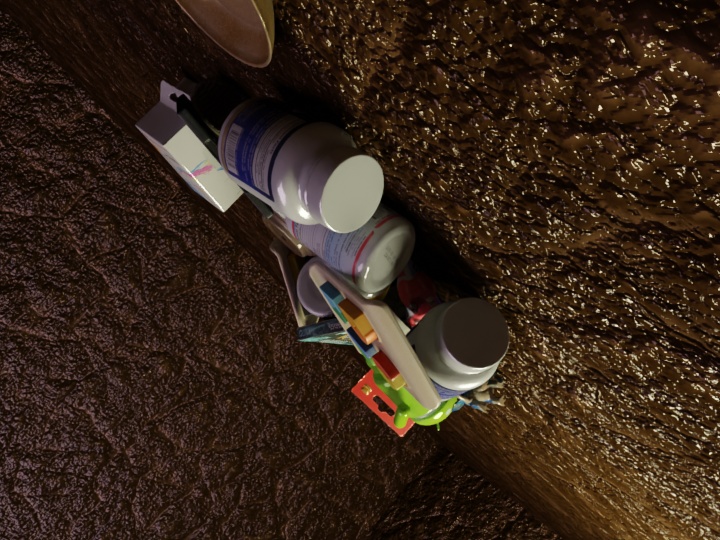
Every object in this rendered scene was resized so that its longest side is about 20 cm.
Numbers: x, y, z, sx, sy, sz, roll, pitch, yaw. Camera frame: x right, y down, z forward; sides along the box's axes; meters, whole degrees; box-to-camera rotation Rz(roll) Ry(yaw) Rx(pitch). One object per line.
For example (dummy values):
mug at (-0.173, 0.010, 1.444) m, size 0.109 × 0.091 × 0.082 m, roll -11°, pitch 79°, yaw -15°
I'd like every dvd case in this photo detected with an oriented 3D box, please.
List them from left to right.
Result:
dvd case at (-0.209, -0.176, 0.883) m, size 0.200 × 0.018 × 0.143 m, roll 52°, pitch -178°, yaw -29°

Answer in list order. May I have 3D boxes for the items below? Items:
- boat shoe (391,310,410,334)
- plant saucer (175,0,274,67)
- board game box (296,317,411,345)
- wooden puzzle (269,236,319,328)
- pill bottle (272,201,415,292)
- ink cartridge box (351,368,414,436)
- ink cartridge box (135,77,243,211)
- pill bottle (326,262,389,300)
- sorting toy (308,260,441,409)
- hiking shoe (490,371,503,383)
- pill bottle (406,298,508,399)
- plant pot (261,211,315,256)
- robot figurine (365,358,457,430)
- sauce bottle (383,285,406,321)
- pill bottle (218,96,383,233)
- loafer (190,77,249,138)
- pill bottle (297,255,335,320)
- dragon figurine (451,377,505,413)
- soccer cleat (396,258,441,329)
boat shoe at (0.051, 0.127, 0.939) m, size 0.068 × 0.072 × 0.200 m, roll -2°, pitch 142°, yaw 50°
plant saucer at (-0.146, -0.286, 0.543) m, size 0.200 × 0.035 × 0.200 m, roll 42°, pitch 169°, yaw 9°
board game box at (-0.015, 0.111, 1.048) m, size 0.134 × 0.028 × 0.200 m, roll 9°, pitch 164°, yaw -30°
wooden puzzle at (-0.116, 0.003, 1.182) m, size 0.185 × 0.037 × 0.201 m, roll -72°, pitch -34°, yaw -62°
pill bottle at (-0.030, -0.066, 0.778) m, size 0.200 × 0.109 × 0.109 m, roll 37°, pitch 168°, yaw 28°
ink cartridge box at (0.105, 0.229, 1.181) m, size 0.161 × 0.200 × 0.050 m, roll 44°, pitch 177°, yaw -13°
ink cartridge box at (-0.284, -0.229, 1.013) m, size 0.128 × 0.125 × 0.200 m, roll 33°, pitch 166°, yaw 40°
pill bottle at (0.000, 0.000, 0.922) m, size 0.109 × 0.109 × 0.200 m, roll 41°, pitch 169°, yaw 6°
sorting toy at (0.009, 0.086, 0.765) m, size 0.200 × 0.036 × 0.186 m, roll 28°, pitch 152°, yaw 59°
hiking shoe at (0.156, 0.144, 1.005) m, size 0.200 × 0.076 × 0.101 m, roll 26°, pitch 157°, yaw 54°
pill bottle at (0.127, 0.111, 0.802) m, size 0.120 × 0.120 × 0.200 m, roll 41°, pitch 159°, yaw 6°
plant pot at (-0.104, -0.089, 0.999) m, size 0.201 × 0.093 × 0.201 m, roll 41°, pitch 170°, yaw 9°
robot figurine at (0.104, 0.211, 1.094) m, size 0.200 × 0.176 × 0.115 m, roll 47°, pitch 148°, yaw -17°
sauce bottle at (0.071, 0.082, 1.101) m, size 0.065 × 0.065 × 0.200 m, roll 40°, pitch 168°, yaw 11°
pill bottle at (-0.070, -0.123, 0.676) m, size 0.200 × 0.120 × 0.120 m, roll 34°, pitch 166°, yaw 39°
loafer at (-0.168, -0.199, 0.850) m, size 0.200 × 0.076 × 0.068 m, roll 43°, pitch 163°, yaw -1°
pill bottle at (-0.037, 0.047, 1.135) m, size 0.119 × 0.120 × 0.200 m, roll 38°, pitch 178°, yaw 20°
dragon figurine at (0.193, 0.221, 1.034) m, size 0.099 × 0.059 × 0.199 m, roll -9°, pitch 175°, yaw 42°
soccer cleat at (0.092, 0.041, 0.916) m, size 0.200 × 0.066 × 0.077 m, roll 57°, pitch -166°, yaw -70°
